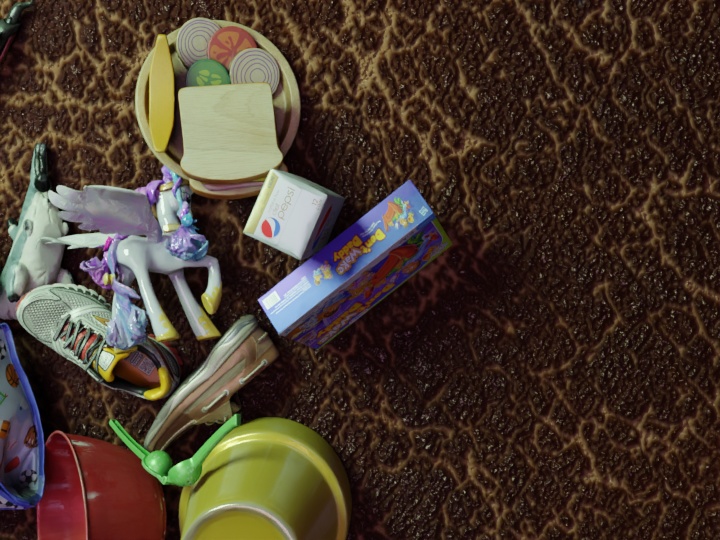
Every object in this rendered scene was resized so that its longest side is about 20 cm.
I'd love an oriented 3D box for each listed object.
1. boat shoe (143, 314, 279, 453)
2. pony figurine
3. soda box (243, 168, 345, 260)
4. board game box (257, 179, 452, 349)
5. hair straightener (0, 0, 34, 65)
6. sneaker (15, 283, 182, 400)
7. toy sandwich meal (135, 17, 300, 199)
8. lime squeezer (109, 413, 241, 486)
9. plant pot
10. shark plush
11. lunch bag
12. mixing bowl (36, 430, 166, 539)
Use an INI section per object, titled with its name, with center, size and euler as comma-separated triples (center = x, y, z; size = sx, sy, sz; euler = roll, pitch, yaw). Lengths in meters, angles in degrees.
[boat shoe]
center = -0.170, 0.144, 0.959
size = 0.072, 0.076, 0.200
euler = 41, 100, -6
[pony figurine]
center = -0.241, -0.018, 0.910
size = 0.190, 0.166, 0.205
euler = -7, 80, -32
[soda box]
center = -0.063, -0.059, 0.872
size = 0.063, 0.200, 0.069
euler = 25, 95, 1
[board game box]
center = 0.000, 0.000, 0.903
size = 0.199, 0.134, 0.045
euler = -38, 72, 5
[hair straightener]
center = -0.429, -0.227, 0.944
size = 0.041, 0.077, 0.202
euler = 34, 95, 2
[sneaker]
center = -0.288, 0.079, 0.937
size = 0.197, 0.082, 0.079
euler = 28, 94, -14
[toy sandwich meal]
center = -0.152, -0.180, 0.910
size = 0.200, 0.070, 0.210
euler = 1, 84, -11
[lime squeezer]
center = -0.206, 0.194, 0.897
size = 0.197, 0.037, 0.072
euler = -8, 93, 34
[plant pot]
center = -0.113, 0.281, 0.908
size = 0.196, 0.189, 0.206
euler = 0, 94, 4
[shark plush]
center = -0.389, -0.042, 0.964
size = 0.082, 0.090, 0.205
euler = 7, 102, 34
[lunch bag]
center = -0.453, 0.179, 0.937
size = 0.167, 0.124, 0.204
euler = -6, 109, 24
[mixing bowl]
center = -0.283, 0.276, 0.935
size = 0.107, 0.198, 0.205
euler = 0, 96, -35
